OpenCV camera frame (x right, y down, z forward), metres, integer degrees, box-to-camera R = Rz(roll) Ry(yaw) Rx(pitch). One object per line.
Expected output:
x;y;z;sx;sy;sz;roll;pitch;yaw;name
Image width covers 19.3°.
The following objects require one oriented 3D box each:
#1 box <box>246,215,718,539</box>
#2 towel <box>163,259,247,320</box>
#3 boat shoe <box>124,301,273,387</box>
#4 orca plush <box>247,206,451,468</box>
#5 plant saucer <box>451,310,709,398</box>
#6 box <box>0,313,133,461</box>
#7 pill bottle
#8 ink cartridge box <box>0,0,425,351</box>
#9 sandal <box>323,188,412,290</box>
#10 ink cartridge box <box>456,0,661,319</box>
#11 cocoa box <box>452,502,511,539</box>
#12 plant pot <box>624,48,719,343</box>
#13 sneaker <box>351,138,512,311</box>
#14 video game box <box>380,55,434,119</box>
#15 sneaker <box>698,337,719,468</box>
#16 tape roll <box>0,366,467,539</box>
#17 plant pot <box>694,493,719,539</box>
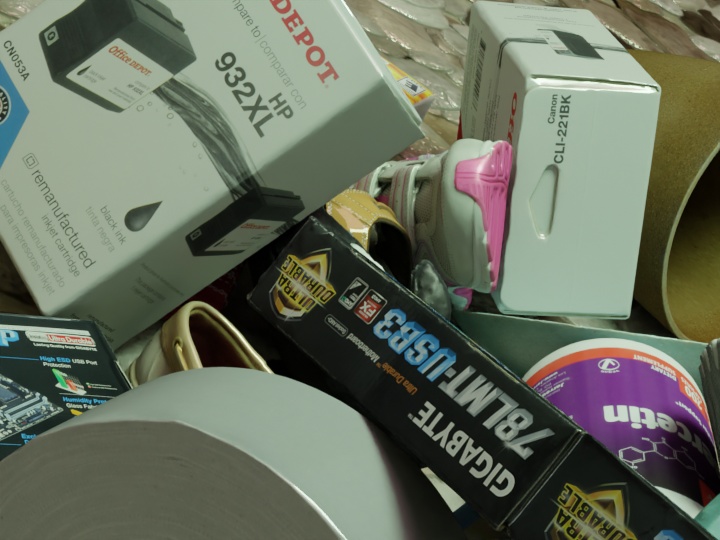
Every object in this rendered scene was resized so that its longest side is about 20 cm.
0.073;0.079;0.795;0.200;0.050;0.198;39;-1;-36;box
-0.125;-0.043;1.191;0.144;0.023;0.200;30;26;-4;towel
-0.038;0.093;0.991;0.200;0.069;0.074;44;29;24;boat shoe
-0.010;0.011;1.075;0.071;0.104;0.201;-32;109;-85;orca plush
0.148;0.055;1.222;0.199;0.039;0.201;9;-1;0;plant saucer
-0.171;0.081;0.896;0.199;0.046;0.159;6;36;-41;box
0.129;0.127;1.062;0.112;0.113;0.200;25;27;-12;pill bottle
-0.092;-0.079;1.044;0.146;0.199;0.084;57;5;22;ink cartridge box
0.000;0.000;1.138;0.082;0.054;0.201;-34;92;-46;sandal
0.114;-0.071;1.295;0.083;0.145;0.200;3;19;-7;ink cartridge box
0.067;0.210;0.830;0.200;0.132;0.133;39;27;15;cocoa box
0.203;-0.073;1.447;0.186;0.187;0.200;4;23;-43;plant pot
0.033;-0.025;1.207;0.088;0.200;0.082;10;73;-5;sneaker
-0.070;-0.138;1.390;0.200;0.047;0.182;36;29;10;video game box
0.216;0.081;1.045;0.200;0.081;0.075;60;19;-61;sneaker
-0.052;0.139;0.749;0.200;0.201;0.066;39;27;15;tape roll
0.227;0.180;0.911;0.188;0.200;0.200;50;23;-14;plant pot
